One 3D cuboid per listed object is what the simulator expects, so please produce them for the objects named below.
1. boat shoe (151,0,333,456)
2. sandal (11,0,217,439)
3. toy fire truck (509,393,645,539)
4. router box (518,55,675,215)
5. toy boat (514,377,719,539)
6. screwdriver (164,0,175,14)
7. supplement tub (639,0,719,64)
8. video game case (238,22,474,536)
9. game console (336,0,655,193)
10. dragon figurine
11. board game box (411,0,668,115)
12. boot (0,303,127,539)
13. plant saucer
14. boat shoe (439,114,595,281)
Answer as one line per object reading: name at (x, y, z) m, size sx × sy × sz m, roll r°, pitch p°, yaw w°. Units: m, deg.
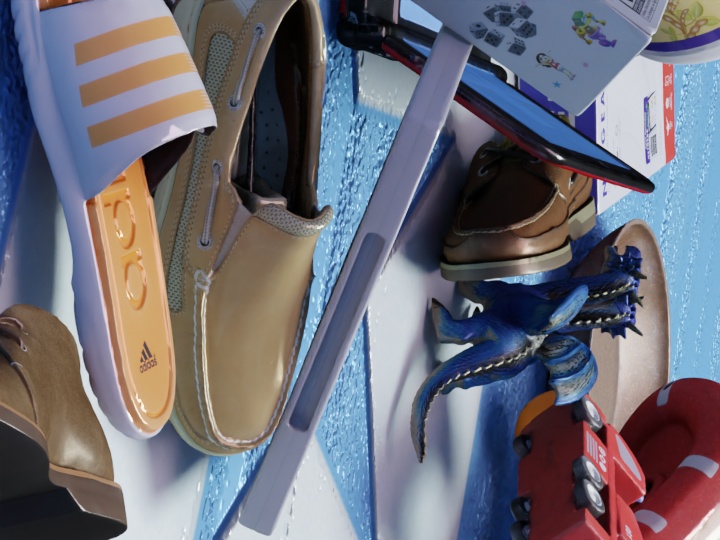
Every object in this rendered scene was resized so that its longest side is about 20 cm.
boat shoe at (-0.044, -0.019, 1.140) m, size 0.071 × 0.076 × 0.201 m, roll -9°, pitch 103°, yaw -37°
sandal at (-0.079, -0.041, 1.063) m, size 0.079 × 0.059 × 0.208 m, roll -38°, pitch 119°, yaw -70°
toy fire truck at (0.138, 0.163, 1.474) m, size 0.141 × 0.049 × 0.200 m, roll 50°, pitch 19°, yaw -18°
router box at (0.143, -0.148, 1.695) m, size 0.179 × 0.049 × 0.201 m, roll -34°, pitch 124°, yaw -65°
toy boat at (0.138, 0.124, 1.618) m, size 0.200 × 0.130 × 0.131 m, roll -42°, pitch 100°, yaw -35°
screwdriver at (-0.066, -0.088, 1.190) m, size 0.200 × 0.028 × 0.029 m, roll 60°, pitch 8°, yaw -45°
supplement tub at (0.152, -0.221, 1.504) m, size 0.200 × 0.145 × 0.146 m, roll 46°, pitch 48°, yaw -38°
video game case at (0.000, 0.000, 1.220) m, size 0.143 × 0.018 × 0.201 m, roll -67°, pitch 180°, yaw -67°
game console at (0.076, -0.133, 1.419) m, size 0.200 × 0.118 × 0.173 m, roll 10°, pitch 84°, yaw -70°
dragon figurine at (0.093, 0.036, 1.513) m, size 0.200 × 0.099 × 0.059 m, roll -48°, pitch 136°, yaw -60°
board game box at (0.050, -0.183, 1.242) m, size 0.064 × 0.200 × 0.148 m, roll -47°, pitch -168°, yaw 43°
boot at (-0.136, 0.045, 0.967) m, size 0.200 × 0.073 × 0.076 m, roll 48°, pitch 33°, yaw -71°
plant saucer at (0.154, 0.067, 1.774) m, size 0.200 × 0.036 × 0.201 m, roll 2°, pitch 90°, yaw -70°
boat shoe at (0.082, -0.041, 1.531) m, size 0.200 × 0.072 × 0.068 m, roll -47°, pitch 132°, yaw -74°
